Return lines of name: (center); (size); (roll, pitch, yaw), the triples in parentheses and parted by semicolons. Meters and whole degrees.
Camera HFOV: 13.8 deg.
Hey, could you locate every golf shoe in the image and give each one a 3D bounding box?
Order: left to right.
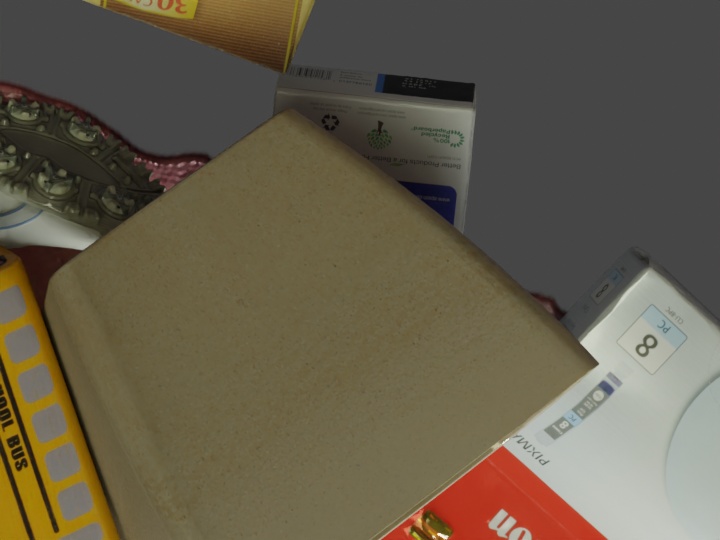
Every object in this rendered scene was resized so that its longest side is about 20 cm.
golf shoe: (-0.190, -0.035, 1.445); (0.199, 0.078, 0.098); (19, 123, 5)

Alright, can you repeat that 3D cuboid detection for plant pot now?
plant pot: (-0.040, 0.047, 1.340); (0.199, 0.200, 0.177); (-36, 86, -14)

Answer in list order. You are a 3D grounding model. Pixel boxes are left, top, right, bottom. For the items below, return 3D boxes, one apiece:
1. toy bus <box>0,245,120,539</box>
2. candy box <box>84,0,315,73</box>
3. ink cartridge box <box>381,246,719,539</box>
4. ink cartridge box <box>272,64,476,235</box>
toy bus: (-0.166, 0.093, 1.351); (0.078, 0.065, 0.201); (-27, 114, -23)
candy box: (-0.052, -0.203, 1.357); (0.115, 0.055, 0.201); (20, 115, -6)
ink cartridge box: (0.128, 0.114, 1.480); (0.160, 0.047, 0.200); (41, 94, -16)
ink cartridge box: (0.000, 0.000, 1.464); (0.099, 0.039, 0.201); (6, 115, 0)
